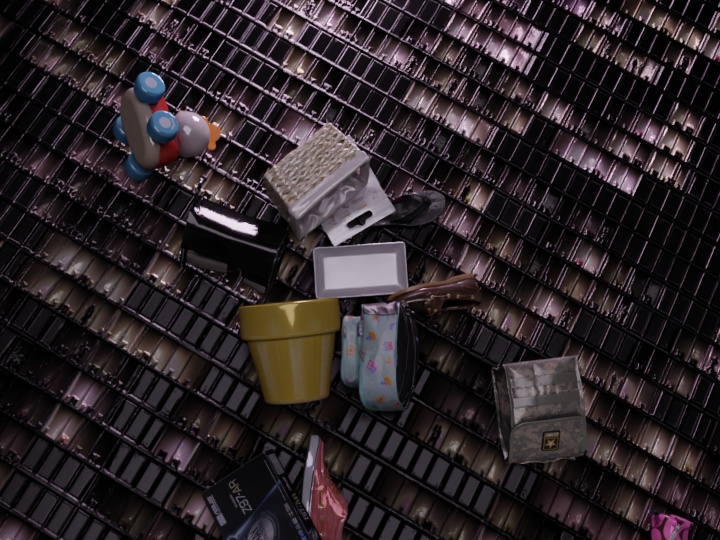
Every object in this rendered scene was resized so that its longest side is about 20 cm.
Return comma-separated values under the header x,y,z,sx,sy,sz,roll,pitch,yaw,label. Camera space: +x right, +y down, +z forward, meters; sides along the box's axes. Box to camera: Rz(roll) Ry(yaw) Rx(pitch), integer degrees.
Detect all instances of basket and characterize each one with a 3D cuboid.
x,y,z,sx,sy,sz,roll,pitch,yaw,label
-0.092,-0.185,1.650,0.199,0.136,0.124,-41,78,-12,basket

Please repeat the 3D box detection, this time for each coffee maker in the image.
x,y,z,sx,sy,sz,roll,pitch,yaw,label
-0.249,-0.061,1.616,0.197,0.193,0.136,17,56,-1,coffee maker

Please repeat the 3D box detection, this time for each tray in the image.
x,y,z,sx,sy,sz,roll,pitch,yaw,label
0.000,0.000,1.699,0.196,0.022,0.109,-4,89,-6,tray

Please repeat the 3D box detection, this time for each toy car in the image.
x,y,z,sx,sy,sz,roll,pitch,yaw,label
-0.394,-0.304,1.713,0.198,0.184,0.179,-10,71,-38,toy car

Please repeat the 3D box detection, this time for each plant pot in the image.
x,y,z,sx,sy,sz,roll,pitch,yaw,label
-0.132,0.155,1.571,0.197,0.201,0.192,-5,90,-6,plant pot

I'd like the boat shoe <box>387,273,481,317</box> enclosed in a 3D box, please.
x,y,z,sx,sy,sz,roll,pitch,yaw,label
0.157,0.061,1.677,0.197,0.071,0.071,-13,71,-9,boat shoe

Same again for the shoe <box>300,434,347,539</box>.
x,y,z,sx,sy,sz,roll,pitch,yaw,label
-0.067,0.423,1.552,0.089,0.072,0.204,7,78,-4,shoe

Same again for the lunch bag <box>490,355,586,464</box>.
x,y,z,sx,sy,sz,roll,pitch,yaw,label
0.358,0.282,1.608,0.161,0.118,0.203,-5,79,-7,lunch bag

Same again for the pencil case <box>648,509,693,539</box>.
x,y,z,sx,sy,sz,roll,pitch,yaw,label
0.585,0.572,1.550,0.089,0.094,0.203,15,73,-1,pencil case

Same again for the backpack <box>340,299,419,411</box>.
x,y,z,sx,sy,sz,roll,pitch,yaw,label
0.040,0.176,1.581,0.151,0.176,0.203,-9,72,10,backpack

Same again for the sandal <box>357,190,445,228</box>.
x,y,z,sx,sy,sz,roll,pitch,yaw,label
0.091,-0.131,1.741,0.197,0.048,0.076,-11,74,-7,sandal

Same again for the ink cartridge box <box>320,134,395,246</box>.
x,y,z,sx,sy,sz,roll,pitch,yaw,label
-0.043,-0.169,1.741,0.161,0.057,0.202,-30,83,-10,ink cartridge box

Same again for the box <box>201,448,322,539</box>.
x,y,z,sx,sy,sz,roll,pitch,yaw,label
-0.185,0.463,1.508,0.159,0.043,0.202,-33,78,13,box
